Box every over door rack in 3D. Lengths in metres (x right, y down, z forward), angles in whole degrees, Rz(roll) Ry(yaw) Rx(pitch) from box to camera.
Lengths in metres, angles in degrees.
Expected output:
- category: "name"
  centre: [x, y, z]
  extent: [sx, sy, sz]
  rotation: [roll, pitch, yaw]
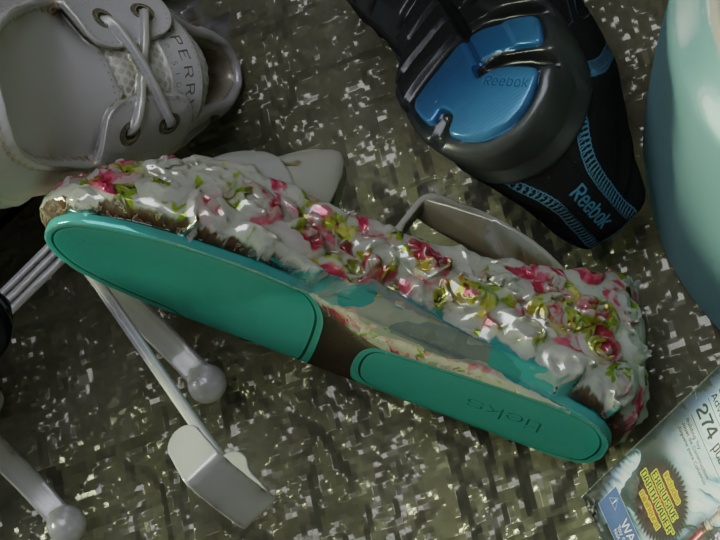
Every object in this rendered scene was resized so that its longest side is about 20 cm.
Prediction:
- category: "over door rack"
  centre: [-0.106, 0.079, 0.713]
  extent: [0.148, 0.067, 0.200]
  rotation: [-45, 30, 3]

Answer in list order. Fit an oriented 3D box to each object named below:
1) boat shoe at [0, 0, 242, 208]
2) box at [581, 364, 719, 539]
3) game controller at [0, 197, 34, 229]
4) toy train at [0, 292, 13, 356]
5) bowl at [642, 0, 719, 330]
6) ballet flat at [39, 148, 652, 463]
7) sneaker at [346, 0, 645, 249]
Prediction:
- category: "boat shoe"
  centre: [-0.084, -0.064, 0.726]
  extent: [0.069, 0.200, 0.071]
  rotation: [-8, 98, 12]
- category: "box"
  centre: [0.146, 0.111, 0.604]
  extent: [0.137, 0.040, 0.201]
  rotation: [-51, 51, 41]
- category: "game controller"
  centre: [-0.196, -0.012, 0.745]
  extent: [0.104, 0.042, 0.200]
  rotation: [41, 63, 7]
- category: "toy train"
  centre: [-0.182, 0.079, 0.700]
  extent: [0.200, 0.034, 0.046]
  rotation: [-45, 19, 2]
- category: "bowl"
  centre: [0.172, -0.066, 0.671]
  extent: [0.200, 0.105, 0.202]
  rotation: [-7, 67, 17]
- category: "ballet flat"
  centre: [0.000, 0.000, 0.703]
  extent: [0.199, 0.076, 0.064]
  rotation: [22, 64, -7]
- category: "sneaker"
  centre: [0.039, -0.086, 0.755]
  extent: [0.073, 0.082, 0.201]
  rotation: [-32, 42, 18]
